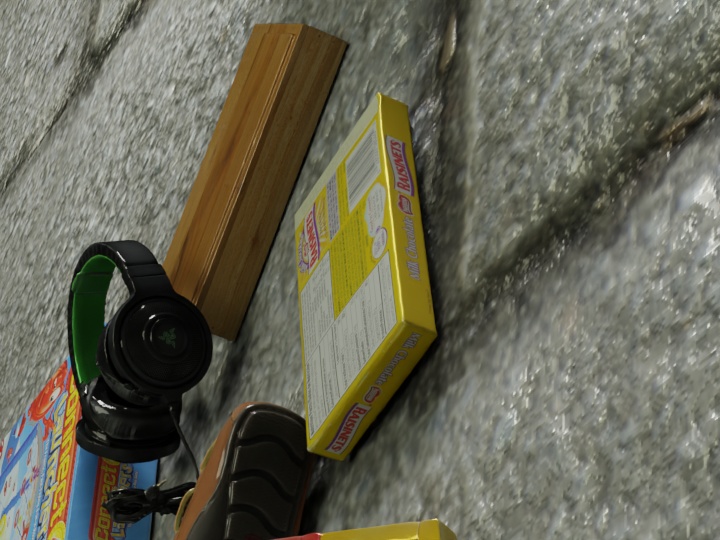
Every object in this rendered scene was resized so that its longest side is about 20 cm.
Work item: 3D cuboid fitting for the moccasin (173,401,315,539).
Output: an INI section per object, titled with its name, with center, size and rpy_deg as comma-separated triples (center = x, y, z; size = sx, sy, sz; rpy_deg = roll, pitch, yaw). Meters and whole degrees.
[moccasin]
center = -0.080, 0.168, 1.272
size = 0.078, 0.074, 0.202
rpy_deg = 138, 145, -66

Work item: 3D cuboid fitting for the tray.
[tray]
center = -0.075, -0.059, 1.527
size = 0.099, 0.037, 0.200
rpy_deg = 15, 84, 69

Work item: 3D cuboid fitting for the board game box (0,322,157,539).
[board game box]
center = -0.201, 0.168, 1.583
size = 0.196, 0.056, 0.200
rpy_deg = -49, 28, 42

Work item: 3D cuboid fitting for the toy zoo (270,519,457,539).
[toy zoo]
center = -0.027, 0.181, 1.068
size = 0.200, 0.020, 0.131
rpy_deg = -11, 56, 27

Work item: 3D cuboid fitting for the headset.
[headset]
center = -0.145, 0.072, 1.458
size = 0.200, 0.094, 0.124
rpy_deg = 60, 142, 36

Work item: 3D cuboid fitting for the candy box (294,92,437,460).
[candy box]
center = 0.000, 0.000, 1.301
size = 0.102, 0.026, 0.200
rpy_deg = -57, 23, 34
